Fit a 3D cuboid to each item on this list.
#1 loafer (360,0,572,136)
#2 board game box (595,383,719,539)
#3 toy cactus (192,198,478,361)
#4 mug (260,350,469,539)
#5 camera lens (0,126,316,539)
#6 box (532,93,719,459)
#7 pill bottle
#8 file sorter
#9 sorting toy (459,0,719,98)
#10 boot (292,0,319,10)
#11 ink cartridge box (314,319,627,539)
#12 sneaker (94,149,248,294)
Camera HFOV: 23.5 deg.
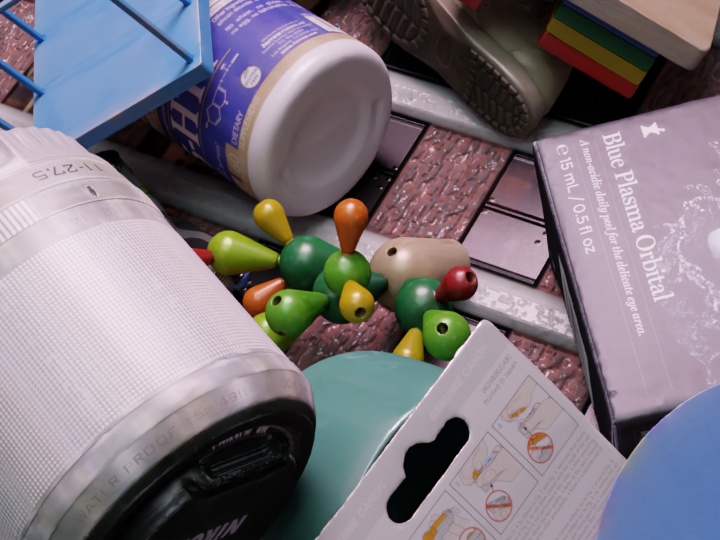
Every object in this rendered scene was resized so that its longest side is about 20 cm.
[{"bbox_3d":[0.065,-0.173,1.151,0.068,0.076,0.200,-31,71,-28],"label":"loafer"},{"bbox_3d":[0.204,0.153,0.862,0.157,0.039,0.202,-27,90,-8],"label":"board game box"},{"bbox_3d":[0.000,0.000,1.006,0.199,0.104,0.164,6,13,41],"label":"toy cactus"},{"bbox_3d":[0.017,0.126,0.916,0.114,0.185,0.153,16,77,45],"label":"mug"},{"bbox_3d":[-0.130,0.052,0.810,0.159,0.160,0.200,-37,66,-14],"label":"camera lens"},{"bbox_3d":[0.214,0.010,0.958,0.198,0.118,0.198,-14,52,3],"label":"box"},{"bbox_3d":[-0.087,-0.131,1.135,0.199,0.120,0.120,34,68,33],"label":"pill bottle"},{"bbox_3d":[-0.185,-0.196,1.074,0.138,0.122,0.202,-26,51,25],"label":"file sorter"},{"bbox_3d":[0.136,-0.218,1.125,0.199,0.070,0.200,29,42,-4],"label":"sorting toy"},{"bbox_3d":[-0.059,-0.268,1.245,0.200,0.072,0.166,-40,66,-7],"label":"boot"},{"bbox_3d":[0.076,0.152,0.858,0.200,0.050,0.163,44,67,-10],"label":"ink cartridge box"},{"bbox_3d":[-0.156,-0.027,1.099,0.199,0.083,0.071,29,64,29],"label":"sneaker"}]
